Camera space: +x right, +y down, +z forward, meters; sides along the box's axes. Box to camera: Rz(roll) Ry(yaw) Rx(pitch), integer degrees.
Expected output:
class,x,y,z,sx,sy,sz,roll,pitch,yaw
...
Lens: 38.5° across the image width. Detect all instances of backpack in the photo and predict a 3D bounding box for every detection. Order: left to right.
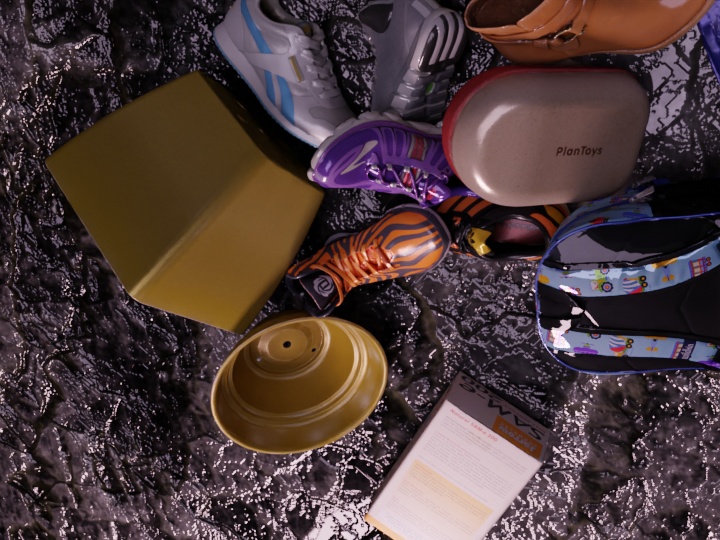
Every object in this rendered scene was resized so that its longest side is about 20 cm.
class,x,y,z,sx,sy,sz,roll,pitch,yaw
backpack,0.263,0.006,0.971,0.199,0.135,0.183,-5,121,8

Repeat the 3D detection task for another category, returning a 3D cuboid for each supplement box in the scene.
class,x,y,z,sx,sy,sz,roll,pitch,yaw
supplement box,0.108,0.233,1.173,0.126,0.074,0.200,33,118,3

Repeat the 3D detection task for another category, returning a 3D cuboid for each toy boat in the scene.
class,x,y,z,sx,sy,sz,roll,pitch,yaw
toy boat,0.165,-0.141,0.981,0.199,0.131,0.131,-4,121,-25

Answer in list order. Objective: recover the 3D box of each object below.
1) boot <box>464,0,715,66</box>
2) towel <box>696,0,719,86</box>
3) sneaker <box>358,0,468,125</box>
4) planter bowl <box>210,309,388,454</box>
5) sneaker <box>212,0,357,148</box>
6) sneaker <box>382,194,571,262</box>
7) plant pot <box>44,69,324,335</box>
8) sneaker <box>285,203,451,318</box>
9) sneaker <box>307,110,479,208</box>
class,x,y,z,sx,sy,sz,roll,pitch,yaw
boot,0.202,-0.233,0.895,0.199,0.154,0.074,-25,71,33
towel,0.408,-0.221,0.909,0.199,0.050,0.148,-21,107,26
sneaker,0.033,-0.203,1.036,0.116,0.075,0.200,52,139,25
planter bowl,-0.076,0.106,1.157,0.199,0.084,0.201,-10,129,-12
sneaker,-0.063,-0.202,1.041,0.200,0.076,0.081,48,121,6
sneaker,0.111,-0.047,1.050,0.199,0.090,0.070,4,112,17
plant pot,-0.159,-0.080,1.050,0.176,0.200,0.200,-44,63,11
sneaker,0.000,0.000,1.058,0.200,0.112,0.078,-22,103,49
sneaker,0.046,-0.101,0.994,0.084,0.199,0.081,65,146,34
